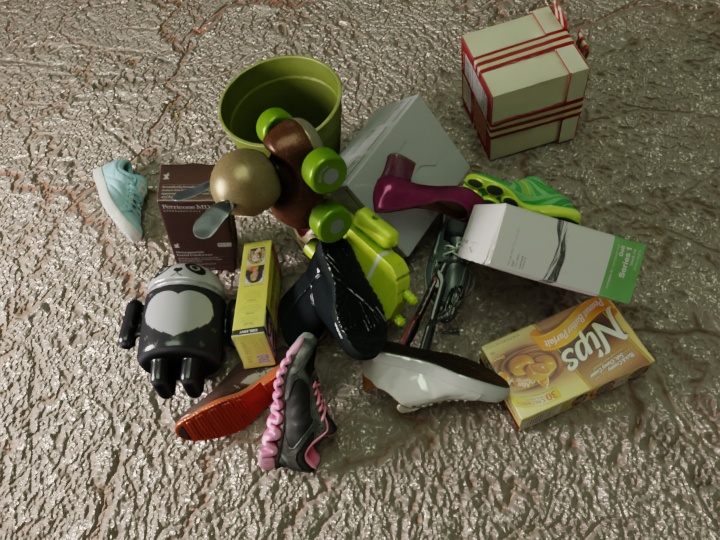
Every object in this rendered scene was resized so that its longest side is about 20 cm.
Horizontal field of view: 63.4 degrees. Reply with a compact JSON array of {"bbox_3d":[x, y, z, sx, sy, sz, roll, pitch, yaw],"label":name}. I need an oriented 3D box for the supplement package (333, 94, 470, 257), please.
[{"bbox_3d":[0.051,-0.145,0.929,0.111,0.156,0.200,4,52,55],"label":"supplement package"}]

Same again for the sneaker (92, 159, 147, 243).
[{"bbox_3d":[-0.425,-0.138,1.064,0.082,0.074,0.200,-31,61,-7],"label":"sneaker"}]

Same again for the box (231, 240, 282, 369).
[{"bbox_3d":[-0.153,0.046,0.883,0.050,0.076,0.201,-8,41,2],"label":"box"}]

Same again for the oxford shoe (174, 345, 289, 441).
[{"bbox_3d":[-0.177,0.178,0.849,0.199,0.072,0.073,-25,41,-14],"label":"oxford shoe"}]

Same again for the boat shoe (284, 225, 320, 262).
[{"bbox_3d":[-0.068,-0.055,0.960,0.074,0.069,0.200,-40,61,-15],"label":"boat shoe"}]

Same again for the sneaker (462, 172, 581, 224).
[{"bbox_3d":[0.252,-0.110,0.931,0.199,0.074,0.084,17,41,-11],"label":"sneaker"}]

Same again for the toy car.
[{"bbox_3d":[-0.139,-0.102,0.773,0.199,0.159,0.164,-26,46,-21],"label":"toy car"}]

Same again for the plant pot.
[{"bbox_3d":[-0.114,-0.220,0.994,0.199,0.193,0.202,-4,59,7],"label":"plant pot"}]

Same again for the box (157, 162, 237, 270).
[{"bbox_3d":[-0.249,-0.077,0.916,0.099,0.200,0.075,-1,59,-7],"label":"box"}]

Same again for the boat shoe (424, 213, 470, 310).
[{"bbox_3d":[0.143,-0.035,0.920,0.072,0.062,0.201,9,61,13],"label":"boat shoe"}]

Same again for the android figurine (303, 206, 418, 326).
[{"bbox_3d":[0.000,0.000,0.860,0.200,0.183,0.041,40,41,21],"label":"android figurine"}]

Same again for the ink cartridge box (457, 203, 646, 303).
[{"bbox_3d":[0.252,-0.027,0.798,0.199,0.146,0.085,16,94,-7],"label":"ink cartridge box"}]

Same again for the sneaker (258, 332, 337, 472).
[{"bbox_3d":[-0.072,0.182,0.783,0.095,0.079,0.201,15,103,8],"label":"sneaker"}]

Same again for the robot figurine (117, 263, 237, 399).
[{"bbox_3d":[-0.265,0.086,0.873,0.124,0.150,0.201,-31,49,38],"label":"robot figurine"}]

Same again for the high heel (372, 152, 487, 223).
[{"bbox_3d":[0.107,-0.086,0.858,0.199,0.067,0.097,24,68,-16],"label":"high heel"}]

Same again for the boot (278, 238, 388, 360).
[{"bbox_3d":[-0.047,0.073,0.828,0.076,0.168,0.201,2,51,-33],"label":"boot"}]

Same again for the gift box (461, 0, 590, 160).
[{"bbox_3d":[0.282,-0.337,1.009,0.185,0.185,0.201,-15,64,2],"label":"gift box"}]

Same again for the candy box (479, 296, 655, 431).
[{"bbox_3d":[0.281,0.124,0.807,0.199,0.055,0.116,-22,58,-5],"label":"candy box"}]

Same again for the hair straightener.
[{"bbox_3d":[0.117,0.070,0.852,0.077,0.041,0.201,23,78,19],"label":"hair straightener"}]

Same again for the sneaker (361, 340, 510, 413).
[{"bbox_3d":[0.097,0.156,0.787,0.199,0.073,0.085,12,102,17],"label":"sneaker"}]
